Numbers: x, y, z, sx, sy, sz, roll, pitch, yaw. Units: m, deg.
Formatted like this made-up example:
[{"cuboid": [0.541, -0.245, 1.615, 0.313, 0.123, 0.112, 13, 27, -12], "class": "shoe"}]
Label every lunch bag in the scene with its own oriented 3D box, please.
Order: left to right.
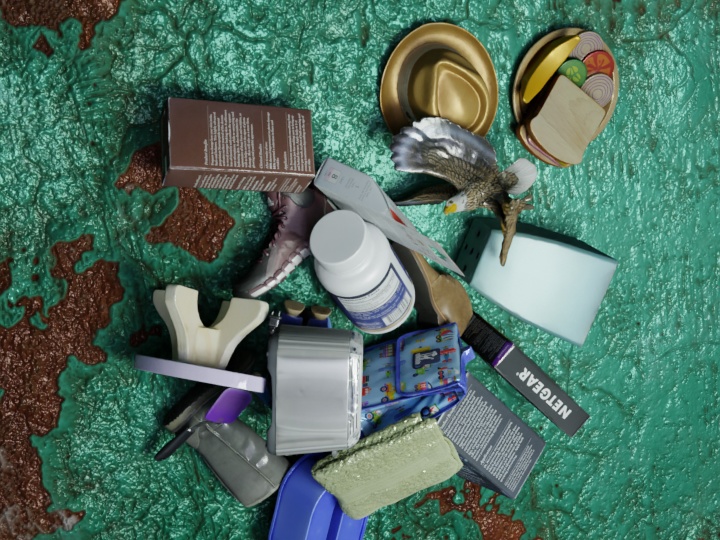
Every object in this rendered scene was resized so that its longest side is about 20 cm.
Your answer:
[{"cuboid": [0.078, 0.163, 1.503, 0.198, 0.151, 0.095, -25, 116, 15], "class": "lunch bag"}]

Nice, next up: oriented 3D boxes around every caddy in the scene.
[{"cuboid": [-0.067, 0.374, 1.581, 0.140, 0.104, 0.203, 2, 107, -45], "class": "caddy"}]

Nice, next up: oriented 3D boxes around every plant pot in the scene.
[{"cuboid": [0.254, 0.003, 1.563, 0.197, 0.141, 0.143, 19, 100, -17], "class": "plant pot"}]

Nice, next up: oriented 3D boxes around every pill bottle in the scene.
[{"cuboid": [0.000, 0.000, 1.437, 0.111, 0.111, 0.200, -40, 147, -4], "class": "pill bottle"}]

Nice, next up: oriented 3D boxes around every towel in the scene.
[{"cuboid": [0.041, 0.283, 1.471, 0.198, 0.037, 0.149, -25, 132, 11], "class": "towel"}]

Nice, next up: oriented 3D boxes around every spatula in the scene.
[{"cuboid": [-0.227, 0.222, 1.443, 0.199, 0.021, 0.056, -36, 145, 31], "class": "spatula"}]

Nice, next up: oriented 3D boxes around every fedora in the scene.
[{"cuboid": [0.125, -0.249, 1.463, 0.198, 0.082, 0.204, -6, 108, -19], "class": "fedora"}]

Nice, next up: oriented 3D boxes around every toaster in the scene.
[{"cuboid": [-0.061, 0.152, 1.383, 0.127, 0.114, 0.203, 1, 100, -1], "class": "toaster"}]

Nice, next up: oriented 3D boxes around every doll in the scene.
[{"cuboid": [-0.088, 0.149, 1.465, 0.134, 0.049, 0.203, 10, 105, -9], "class": "doll"}]

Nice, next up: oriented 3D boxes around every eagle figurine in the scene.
[{"cuboid": [0.139, -0.119, 1.445, 0.153, 0.199, 0.150, -63, 157, 9], "class": "eagle figurine"}]

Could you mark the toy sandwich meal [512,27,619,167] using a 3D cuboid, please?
[{"cuboid": [0.313, -0.260, 1.536, 0.202, 0.070, 0.208, -6, 109, -18], "class": "toy sandwich meal"}]

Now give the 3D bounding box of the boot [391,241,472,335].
[{"cuboid": [0.109, 0.021, 1.562, 0.075, 0.073, 0.201, -43, 122, -23], "class": "boot"}]

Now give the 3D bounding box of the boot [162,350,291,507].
[{"cuboid": [-0.170, 0.238, 1.516, 0.181, 0.073, 0.200, -40, 109, 11], "class": "boot"}]

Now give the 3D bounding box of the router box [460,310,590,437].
[{"cuboid": [0.252, 0.161, 1.603, 0.200, 0.149, 0.051, 42, 91, -26], "class": "router box"}]

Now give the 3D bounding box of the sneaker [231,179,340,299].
[{"cuboid": [-0.123, -0.055, 1.448, 0.199, 0.075, 0.116, -39, 110, -15], "class": "sneaker"}]

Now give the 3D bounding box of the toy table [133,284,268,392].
[{"cuboid": [-0.210, 0.092, 1.393, 0.197, 0.184, 0.119, 7, 82, 15], "class": "toy table"}]

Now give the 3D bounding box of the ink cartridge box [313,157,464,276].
[{"cuboid": [0.050, -0.073, 1.397, 0.058, 0.198, 0.162, -64, 155, -7], "class": "ink cartridge box"}]

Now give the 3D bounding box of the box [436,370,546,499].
[{"cuboid": [0.160, 0.242, 1.584, 0.200, 0.148, 0.108, 42, 74, -25], "class": "box"}]

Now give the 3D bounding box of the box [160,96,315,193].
[{"cuboid": [-0.165, -0.164, 1.370, 0.197, 0.075, 0.102, 3, 72, -21], "class": "box"}]

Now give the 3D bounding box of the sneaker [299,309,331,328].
[{"cuboid": [-0.076, 0.155, 1.530, 0.077, 0.070, 0.203, -9, 104, -11], "class": "sneaker"}]
